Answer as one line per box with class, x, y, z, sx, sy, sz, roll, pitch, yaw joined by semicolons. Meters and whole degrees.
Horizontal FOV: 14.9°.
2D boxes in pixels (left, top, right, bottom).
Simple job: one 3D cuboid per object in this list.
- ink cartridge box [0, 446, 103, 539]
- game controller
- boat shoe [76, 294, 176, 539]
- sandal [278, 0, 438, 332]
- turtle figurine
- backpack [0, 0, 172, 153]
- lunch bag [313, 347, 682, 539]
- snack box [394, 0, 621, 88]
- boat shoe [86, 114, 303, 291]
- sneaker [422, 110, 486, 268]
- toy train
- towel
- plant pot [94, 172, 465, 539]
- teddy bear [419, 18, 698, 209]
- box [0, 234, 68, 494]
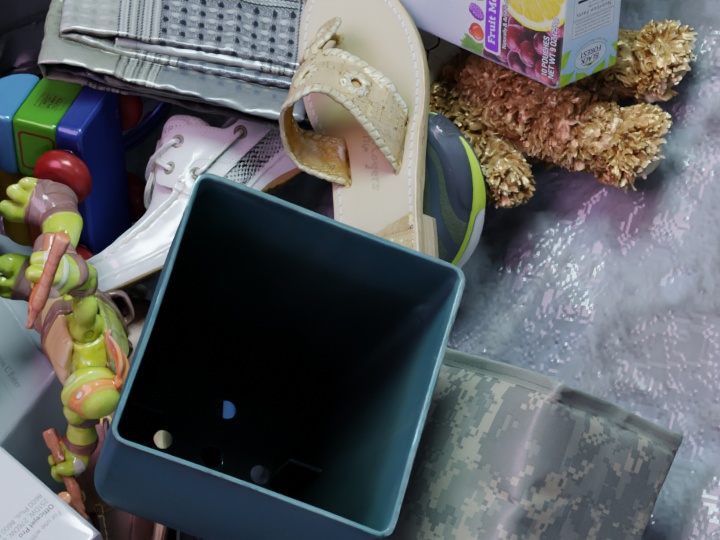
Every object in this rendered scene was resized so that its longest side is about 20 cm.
ink cartridge box;-0.225;0.137;1.472;0.200;0.145;0.084;38;68;21
game controller;-0.079;0.086;1.545;0.042;0.104;0.201;2;81;0
boat shoe;-0.135;0.112;1.555;0.067;0.072;0.202;3;82;-1
sandal;-0.008;-0.074;1.446;0.077;0.070;0.213;-21;66;28
turtle figurine;-0.153;0.022;1.459;0.064;0.201;0.162;-13;42;-12
backpack;-0.187;-0.146;1.674;0.190;0.154;0.201;-7;73;39
lunch bag;0.046;0.126;1.436;0.200;0.117;0.165;17;85;52
snack box;0.051;-0.198;1.473;0.199;0.053;0.143;28;128;36
boat shoe;-0.092;-0.056;1.567;0.200;0.069;0.071;-39;9;-30
sneaker;0.000;0.000;1.506;0.074;0.081;0.201;43;122;25
toy train;-0.188;-0.029;1.608;0.115;0.201;0.085;15;46;17
towel;-0.075;-0.170;1.571;0.035;0.191;0.201;110;170;-54
plant pot;-0.054;0.069;1.390;0.200;0.141;0.142;127;162;-67
teddy bear;0.091;-0.100;1.515;0.199;0.067;0.146;27;89;38
box;-0.241;0.098;1.661;0.200;0.106;0.152;-49;53;13
